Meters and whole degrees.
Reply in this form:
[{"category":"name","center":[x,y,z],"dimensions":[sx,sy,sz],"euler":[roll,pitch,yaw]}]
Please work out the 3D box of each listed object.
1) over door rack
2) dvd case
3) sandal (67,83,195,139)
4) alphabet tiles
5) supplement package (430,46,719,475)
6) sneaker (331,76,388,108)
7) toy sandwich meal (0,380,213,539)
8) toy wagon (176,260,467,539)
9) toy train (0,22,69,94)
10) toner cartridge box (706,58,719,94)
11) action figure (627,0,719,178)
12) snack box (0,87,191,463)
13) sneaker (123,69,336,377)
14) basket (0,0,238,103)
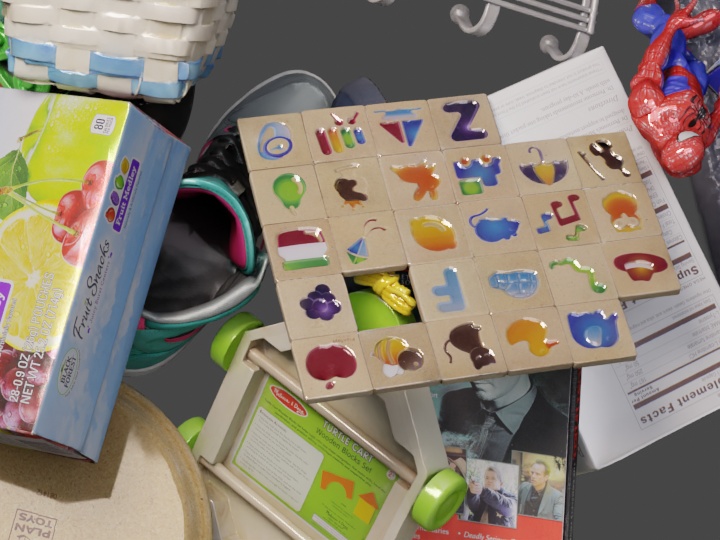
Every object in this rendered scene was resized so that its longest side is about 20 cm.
[{"category":"over door rack","center":[0.084,-0.229,1.231],"dimensions":[0.147,0.067,0.201],"euler":[13,97,-34]},{"category":"dvd case","center":[0.043,0.085,1.152],"dimensions":[0.145,0.022,0.201],"euler":[6,103,20]},{"category":"sandal","center":[-0.125,-0.160,1.218],"dimensions":[0.075,0.045,0.201],"euler":[2,80,-12]},{"category":"alphabet tiles","center":[0.051,-0.019,1.099],"dimensions":[0.199,0.008,0.168],"euler":[-7,57,-13]},{"category":"supplement package","center":[0.112,0.001,1.205],"dimensions":[0.109,0.114,0.201],"euler":[-24,86,-16]},{"category":"sneaker","center":[0.000,0.000,1.192],"dimensions":[0.082,0.070,0.201],"euler":[-14,94,-10]},{"category":"toy sandwich meal","center":[-0.164,0.147,1.149],"dimensions":[0.204,0.070,0.206],"euler":[1,75,-3]},{"category":"toy wagon","center":[-0.015,0.084,1.136],"dimensions":[0.155,0.040,0.201],"euler":[36,115,24]},{"category":"toy train","center":[-0.191,-0.107,1.191],"dimensions":[0.056,0.042,0.200],"euler":[-37,87,21]},{"category":"toner cartridge box","center":[0.304,-0.078,1.296],"dimensions":[0.200,0.043,0.095],"euler":[46,74,-2]},{"category":"action figure","center":[0.174,-0.107,1.202],"dimensions":[0.052,0.200,0.066],"euler":[-23,117,23]},{"category":"snack box","center":[-0.203,-0.006,1.112],"dimensions":[0.199,0.068,0.169],"euler":[7,75,29]},{"category":"sneaker","center":[-0.071,-0.036,1.168],"dimensions":[0.083,0.121,0.200],"euler":[37,74,-4]},{"category":"basket","center":[-0.116,-0.189,1.102],"dimensions":[0.138,0.176,0.201],"euler":[11,99,2]}]
